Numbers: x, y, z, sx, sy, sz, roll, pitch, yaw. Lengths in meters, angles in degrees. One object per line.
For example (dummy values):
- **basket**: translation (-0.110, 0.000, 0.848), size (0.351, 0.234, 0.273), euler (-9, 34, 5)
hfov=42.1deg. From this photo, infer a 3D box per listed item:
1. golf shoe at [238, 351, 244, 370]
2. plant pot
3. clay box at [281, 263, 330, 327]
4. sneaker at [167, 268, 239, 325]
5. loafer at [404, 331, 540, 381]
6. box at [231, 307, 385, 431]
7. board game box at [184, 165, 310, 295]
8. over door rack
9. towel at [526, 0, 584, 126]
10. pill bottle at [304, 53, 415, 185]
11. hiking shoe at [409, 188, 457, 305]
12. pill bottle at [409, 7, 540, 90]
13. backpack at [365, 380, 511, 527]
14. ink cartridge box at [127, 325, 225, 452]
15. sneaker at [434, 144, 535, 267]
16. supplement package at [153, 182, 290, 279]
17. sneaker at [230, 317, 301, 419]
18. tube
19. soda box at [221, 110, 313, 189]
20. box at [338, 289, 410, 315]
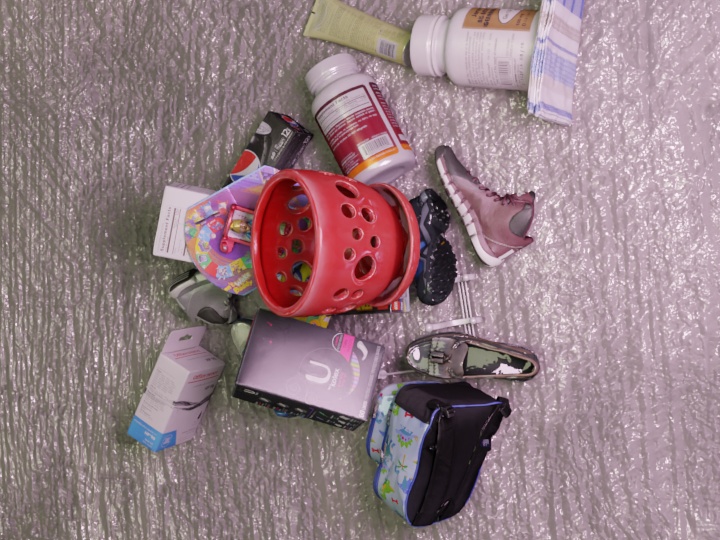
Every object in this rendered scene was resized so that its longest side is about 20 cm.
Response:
- **golf shoe**: translation (-0.096, 0.160, 1.492), size (0.078, 0.200, 0.095), euler (141, 131, -59)
- **plant pot**: translation (-0.033, -0.036, 1.299), size (0.200, 0.182, 0.201), euler (0, 90, 55)
- **clay box**: translation (-0.084, 0.027, 1.491), size (0.115, 0.048, 0.200), euler (50, 128, 46)
- **sneaker**: translation (-0.216, 0.028, 1.594), size (0.200, 0.075, 0.116), euler (-25, 108, 8)
- **loafer**: translation (0.164, 0.128, 1.372), size (0.199, 0.063, 0.072), euler (4, 88, 3)
- **box**: translation (-0.079, 0.151, 1.402), size (0.200, 0.106, 0.123), euler (16, 70, -6)
- **board game box**: translation (-0.162, -0.056, 1.399), size (0.200, 0.039, 0.158), euler (-29, 98, 0)
- **over door rack**: translation (0.090, 0.090, 1.452), size (0.200, 0.067, 0.148), euler (-9, 87, 24)
- **towel**: translation (0.279, -0.306, 1.310), size (0.024, 0.147, 0.201), euler (9, 94, 32)
- **pill bottle**: translation (-0.006, -0.230, 1.457), size (0.113, 0.113, 0.200), euler (-31, 79, 22)
- **hiking shoe**: translation (0.093, -0.026, 1.420), size (0.087, 0.074, 0.200), euler (-24, 47, 32)
- **pill bottle**: translation (0.180, -0.325, 1.371), size (0.200, 0.114, 0.115), euler (9, 95, 23)
- **backpack**: translation (0.101, 0.265, 1.397), size (0.147, 0.183, 0.200), euler (25, 106, 44)
- **ink cartridge box**: translation (-0.307, 0.200, 1.603), size (0.068, 0.116, 0.200), euler (29, 104, 19)
- **sneaker**: translation (0.198, -0.114, 1.401), size (0.115, 0.076, 0.200), euler (-26, 92, 17)
- **supplement package**: translation (-0.212, -0.064, 1.473), size (0.199, 0.114, 0.110), euler (11, 97, -6)
- **sneaker**: translation (-0.156, 0.160, 1.553), size (0.077, 0.085, 0.200), euler (-44, 75, 19)
- **tube**: translation (0.001, -0.381, 1.488), size (0.200, 0.052, 0.058), euler (26, 61, 24)
- **soda box**: translation (-0.166, -0.163, 1.552), size (0.063, 0.071, 0.200), euler (39, 106, 16)
- **box**: translation (0.000, 0.000, 1.446), size (0.200, 0.040, 0.137), euler (-8, 84, 55)
